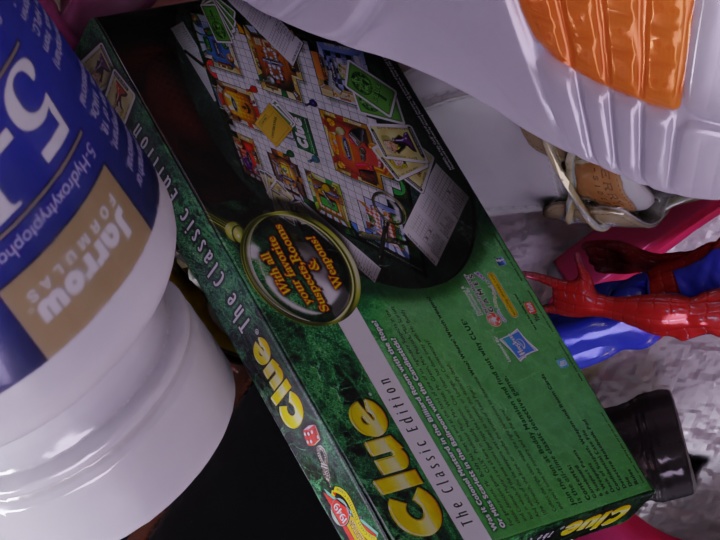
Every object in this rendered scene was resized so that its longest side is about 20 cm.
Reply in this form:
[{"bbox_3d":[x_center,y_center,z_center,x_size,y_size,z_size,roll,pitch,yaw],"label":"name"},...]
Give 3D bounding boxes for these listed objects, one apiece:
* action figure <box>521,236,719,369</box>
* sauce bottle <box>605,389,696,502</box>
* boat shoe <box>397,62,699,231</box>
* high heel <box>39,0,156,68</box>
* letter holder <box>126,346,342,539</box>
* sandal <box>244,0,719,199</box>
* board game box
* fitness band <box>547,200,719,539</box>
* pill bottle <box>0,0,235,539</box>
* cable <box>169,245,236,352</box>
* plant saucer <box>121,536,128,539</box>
[{"bbox_3d":[0.086,0.013,0.970,0.199,0.065,0.052,-17,96,24],"label":"action figure"},{"bbox_3d":[0.024,0.086,1.081,0.199,0.065,0.065,-15,134,1],"label":"sauce bottle"},{"bbox_3d":[0.078,-0.052,0.955,0.199,0.069,0.075,-19,136,9],"label":"boat shoe"},{"bbox_3d":[-0.147,-0.105,0.868,0.096,0.068,0.200,-46,138,16],"label":"high heel"},{"bbox_3d":[-0.018,0.111,0.957,0.200,0.142,0.101,38,82,-27],"label":"letter holder"},{"bbox_3d":[0.049,-0.094,0.901,0.206,0.059,0.080,24,123,9],"label":"sandal"},{"bbox_3d":[0.000,0.000,0.884,0.104,0.201,0.023,-11,152,-41],"label":"board game box"},{"bbox_3d":[0.145,0.029,0.999,0.200,0.144,0.037,-35,168,21],"label":"fitness band"},{"bbox_3d":[-0.121,-0.017,0.814,0.119,0.120,0.200,-26,123,14],"label":"pill bottle"},{"bbox_3d":[-0.062,-0.015,0.922,0.097,0.051,0.199,-18,151,36],"label":"cable"},{"bbox_3d":[-0.082,0.133,0.972,0.027,0.201,0.200,-13,142,44],"label":"plant saucer"}]
